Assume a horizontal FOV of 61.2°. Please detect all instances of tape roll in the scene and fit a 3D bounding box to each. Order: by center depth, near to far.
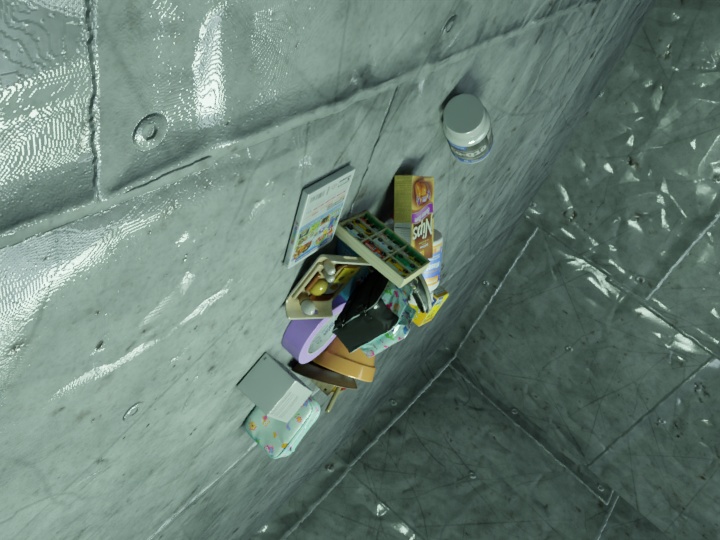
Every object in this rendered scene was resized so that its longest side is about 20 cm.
[{"bbox_3d":[-0.112,0.143,1.578,0.200,0.065,0.201,-46,163,-18],"label":"tape roll"}]

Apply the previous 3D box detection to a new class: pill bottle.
[{"bbox_3d":[0.259,-0.340,1.465,0.114,0.113,0.200,-52,163,4],"label":"pill bottle"},{"bbox_3d":[0.168,-0.010,1.692,0.112,0.111,0.203,-32,131,-46],"label":"pill bottle"}]

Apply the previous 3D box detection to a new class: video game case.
[{"bbox_3d":[-0.084,-0.106,1.218,0.143,0.018,0.201,-37,158,-42],"label":"video game case"}]

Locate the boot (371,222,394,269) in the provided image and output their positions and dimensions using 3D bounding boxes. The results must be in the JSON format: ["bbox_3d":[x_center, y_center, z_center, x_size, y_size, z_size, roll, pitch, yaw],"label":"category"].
[{"bbox_3d":[0.090,-0.067,1.532,0.198,0.091,0.073,-22,153,-24],"label":"boot"}]

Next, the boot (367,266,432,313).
[{"bbox_3d":[0.089,0.042,1.594,0.152,0.206,0.073,-27,-172,-16],"label":"boot"}]

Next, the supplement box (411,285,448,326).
[{"bbox_3d":[0.151,0.059,1.857,0.110,0.199,0.108,-57,161,20],"label":"supplement box"}]

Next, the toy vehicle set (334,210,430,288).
[{"bbox_3d":[0.049,-0.052,1.363,0.124,0.199,0.027,-31,155,-51],"label":"toy vehicle set"}]

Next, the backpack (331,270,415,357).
[{"bbox_3d":[0.040,0.090,1.428,0.177,0.151,0.201,-34,-159,32],"label":"backpack"}]

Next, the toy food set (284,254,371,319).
[{"bbox_3d":[-0.067,0.041,1.374,0.142,0.061,0.200,2,139,-45],"label":"toy food set"}]

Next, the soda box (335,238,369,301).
[{"bbox_3d":[-0.022,-0.015,1.479,0.064,0.068,0.201,-38,159,-31],"label":"soda box"}]

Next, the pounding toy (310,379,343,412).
[{"bbox_3d":[-0.071,0.325,1.925,0.185,0.142,0.200,-52,164,3],"label":"pounding toy"}]

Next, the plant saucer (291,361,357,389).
[{"bbox_3d":[-0.099,0.292,1.734,0.200,0.197,0.037,31,74,-73],"label":"plant saucer"}]

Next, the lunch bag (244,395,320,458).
[{"bbox_3d":[-0.216,0.416,1.703,0.201,0.160,0.077,-52,163,2],"label":"lunch bag"}]

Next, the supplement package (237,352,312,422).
[{"bbox_3d":[-0.215,0.303,1.554,0.110,0.113,0.200,-49,162,-9],"label":"supplement package"}]

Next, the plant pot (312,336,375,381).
[{"bbox_3d":[-0.037,0.215,1.737,0.200,0.197,0.142,31,78,-73],"label":"plant pot"}]

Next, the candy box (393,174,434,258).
[{"bbox_3d":[0.131,-0.127,1.475,0.116,0.056,0.204,-9,102,-56],"label":"candy box"}]

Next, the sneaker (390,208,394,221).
[{"bbox_3d":[0.131,-0.149,1.633,0.087,0.074,0.200,-43,158,11],"label":"sneaker"}]
